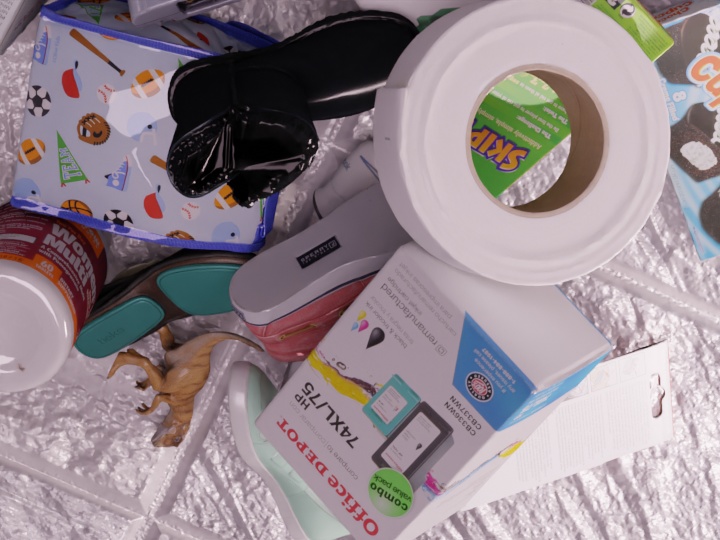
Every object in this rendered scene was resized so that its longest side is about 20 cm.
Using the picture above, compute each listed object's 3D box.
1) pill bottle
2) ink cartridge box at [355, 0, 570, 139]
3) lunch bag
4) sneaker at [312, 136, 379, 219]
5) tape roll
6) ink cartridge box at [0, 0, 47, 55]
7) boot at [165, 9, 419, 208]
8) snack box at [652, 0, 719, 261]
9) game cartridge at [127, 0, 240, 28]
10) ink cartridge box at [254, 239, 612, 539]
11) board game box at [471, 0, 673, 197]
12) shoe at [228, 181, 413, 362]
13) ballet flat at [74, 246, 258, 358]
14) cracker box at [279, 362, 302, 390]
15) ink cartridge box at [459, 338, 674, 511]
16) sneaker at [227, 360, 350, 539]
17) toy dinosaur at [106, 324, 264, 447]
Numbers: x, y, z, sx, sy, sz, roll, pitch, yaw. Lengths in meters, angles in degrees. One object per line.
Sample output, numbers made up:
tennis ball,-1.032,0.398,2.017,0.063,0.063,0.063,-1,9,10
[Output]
pill bottle,-0.260,0.005,1.503,0.109,0.200,0.110,2,115,5
ink cartridge box,0.096,-0.188,1.443,0.146,0.084,0.200,-29,110,16
lunch bag,-0.152,-0.115,1.482,0.199,0.124,0.171,15,114,6
sneaker,0.062,-0.031,1.529,0.200,0.075,0.087,31,109,-10
tape roll,0.112,-0.092,1.331,0.202,0.071,0.203,-2,96,-14
ink cartridge box,-0.240,-0.277,1.399,0.083,0.146,0.200,31,114,-8
boot,-0.041,-0.113,1.340,0.199,0.168,0.077,-12,116,-3
snack box,0.288,-0.116,1.484,0.116,0.037,0.200,-19,112,13
game cartridge,-0.088,-0.268,1.409,0.199,0.134,0.040,-16,157,10
ink cartridge box,0.054,0.087,1.431,0.147,0.146,0.200,47,120,13
board game box,0.124,-0.137,1.402,0.200,0.030,0.096,-42,105,14
shoe,0.000,0.000,1.484,0.200,0.072,0.091,-27,144,1
ballet flat,-0.156,0.009,1.551,0.200,0.069,0.068,-19,133,23
cracker box,0.004,0.094,1.599,0.134,0.058,0.200,17,116,-4
ink cartridge box,0.159,0.117,1.581,0.199,0.050,0.109,-17,123,-12
sneaker,-0.028,0.137,1.539,0.118,0.074,0.201,-13,131,17
toy dinosaur,-0.149,0.076,1.599,0.106,0.061,0.200,26,141,-5
